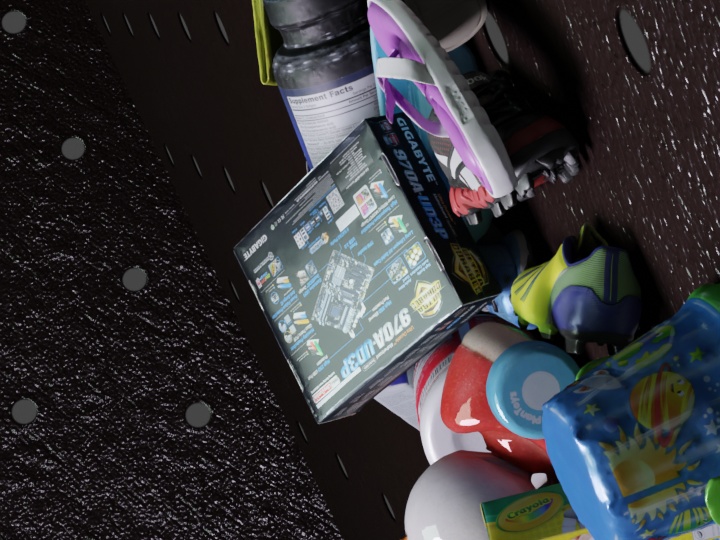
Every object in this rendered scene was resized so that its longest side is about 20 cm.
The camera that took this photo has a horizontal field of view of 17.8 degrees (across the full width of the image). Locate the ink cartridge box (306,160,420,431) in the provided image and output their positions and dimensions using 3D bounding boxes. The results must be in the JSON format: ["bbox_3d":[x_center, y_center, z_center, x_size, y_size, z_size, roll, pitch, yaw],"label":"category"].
[{"bbox_3d":[0.026,0.024,1.912,0.200,0.043,0.198,41,-146,-60],"label":"ink cartridge box"}]

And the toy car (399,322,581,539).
[{"bbox_3d":[0.106,0.155,1.524,0.176,0.201,0.184,31,180,-7],"label":"toy car"}]

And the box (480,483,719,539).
[{"bbox_3d":[0.157,0.181,1.431,0.049,0.198,0.118,-105,0,-50],"label":"box"}]

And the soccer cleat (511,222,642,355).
[{"bbox_3d":[0.148,0.009,1.549,0.200,0.064,0.084,-147,63,-80],"label":"soccer cleat"}]

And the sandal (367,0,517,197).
[{"bbox_3d":[0.037,-0.114,1.476,0.203,0.050,0.083,56,173,48],"label":"sandal"}]

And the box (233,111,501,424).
[{"bbox_3d":[0.000,0.000,1.726,0.200,0.046,0.160,-42,69,43],"label":"box"}]

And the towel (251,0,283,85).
[{"bbox_3d":[-0.050,-0.194,1.899,0.200,0.018,0.087,-12,-86,-74],"label":"towel"}]

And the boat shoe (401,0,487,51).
[{"bbox_3d":[0.041,-0.216,1.502,0.063,0.072,0.200,58,172,24],"label":"boat shoe"}]

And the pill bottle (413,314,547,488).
[{"bbox_3d":[0.098,0.098,1.776,0.200,0.112,0.113,-94,-18,-78],"label":"pill bottle"}]

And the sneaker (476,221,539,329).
[{"bbox_3d":[0.086,0.015,1.749,0.079,0.089,0.200,68,169,-14],"label":"sneaker"}]

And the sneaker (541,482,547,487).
[{"bbox_3d":[0.168,0.220,1.852,0.201,0.077,0.086,64,167,11],"label":"sneaker"}]

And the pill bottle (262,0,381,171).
[{"bbox_3d":[-0.003,-0.137,1.807,0.112,0.111,0.201,-142,29,-70],"label":"pill bottle"}]

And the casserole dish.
[{"bbox_3d":[0.057,-0.106,1.699,0.121,0.039,0.201,41,147,51],"label":"casserole dish"}]

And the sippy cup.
[{"bbox_3d":[0.179,0.095,1.322,0.140,0.130,0.178,63,169,14],"label":"sippy cup"}]

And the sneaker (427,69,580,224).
[{"bbox_3d":[0.090,-0.088,1.540,0.098,0.070,0.200,66,170,-2],"label":"sneaker"}]
